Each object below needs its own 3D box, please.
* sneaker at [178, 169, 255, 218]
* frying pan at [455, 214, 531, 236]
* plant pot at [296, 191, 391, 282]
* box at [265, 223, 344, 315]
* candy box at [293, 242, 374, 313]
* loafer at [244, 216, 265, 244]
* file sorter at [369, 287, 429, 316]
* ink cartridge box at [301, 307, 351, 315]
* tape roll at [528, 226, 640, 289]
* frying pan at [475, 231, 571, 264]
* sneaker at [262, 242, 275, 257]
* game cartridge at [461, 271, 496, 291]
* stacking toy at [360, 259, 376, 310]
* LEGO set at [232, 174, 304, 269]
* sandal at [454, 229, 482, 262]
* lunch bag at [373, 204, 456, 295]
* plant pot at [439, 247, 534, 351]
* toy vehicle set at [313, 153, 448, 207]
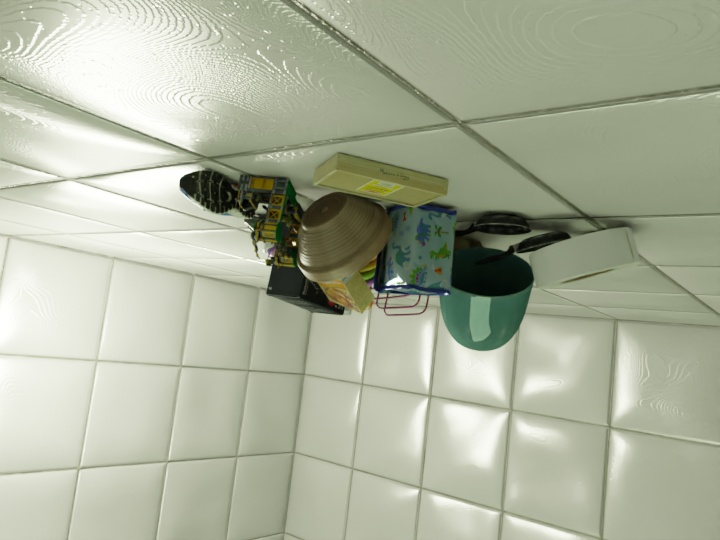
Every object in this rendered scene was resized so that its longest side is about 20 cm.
[{"bbox_3d":[-0.287,-0.140,1.228,0.088,0.080,0.200,1,171,24],"label":"sneaker"},{"bbox_3d":[0.264,-0.085,1.285,0.113,0.031,0.190,8,174,-23],"label":"frying pan"},{"bbox_3d":[-0.048,-0.081,1.198,0.199,0.202,0.093,1,137,42],"label":"plant pot"},{"bbox_3d":[-0.110,-0.013,1.495,0.103,0.203,0.181,3,166,35],"label":"box"},{"bbox_3d":[-0.060,-0.002,1.370,0.115,0.055,0.201,19,150,44],"label":"candy box"},{"bbox_3d":[-0.230,-0.098,1.621,0.062,0.073,0.200,25,173,21],"label":"loafer"},{"bbox_3d":[0.082,0.017,1.599,0.137,0.127,0.200,-5,145,31],"label":"file sorter"},{"bbox_3d":[-0.084,0.010,1.738,0.143,0.203,0.088,8,170,2],"label":"ink cartridge box"},{"bbox_3d":[0.433,-0.021,1.230,0.199,0.072,0.203,-12,170,-2],"label":"tape roll"},{"bbox_3d":[0.340,-0.047,1.299,0.188,0.031,0.114,-14,174,33],"label":"frying pan"},{"bbox_3d":[-0.145,-0.044,1.606,0.198,0.089,0.081,-13,151,-31],"label":"sneaker"},{"bbox_3d":[0.231,-0.015,1.518,0.174,0.033,0.200,19,-168,-3],"label":"game cartridge"},{"bbox_3d":[0.000,0.000,1.469,0.115,0.203,0.110,3,-157,26],"label":"stacking toy"},{"bbox_3d":[-0.185,-0.093,1.216,0.114,0.156,0.200,6,170,11],"label":"LEGO set"},{"bbox_3d":[0.215,-0.047,1.470,0.069,0.079,0.211,-4,173,31],"label":"sandal"},{"bbox_3d":[0.093,-0.038,1.276,0.126,0.173,0.199,10,175,-23],"label":"lunch bag"},{"bbox_3d":[0.258,0.070,1.341,0.197,0.163,0.201,-1,-150,0],"label":"plant pot"},{"bbox_3d":[0.032,-0.146,1.056,0.197,0.027,0.124,10,173,-21],"label":"toy vehicle set"}]
